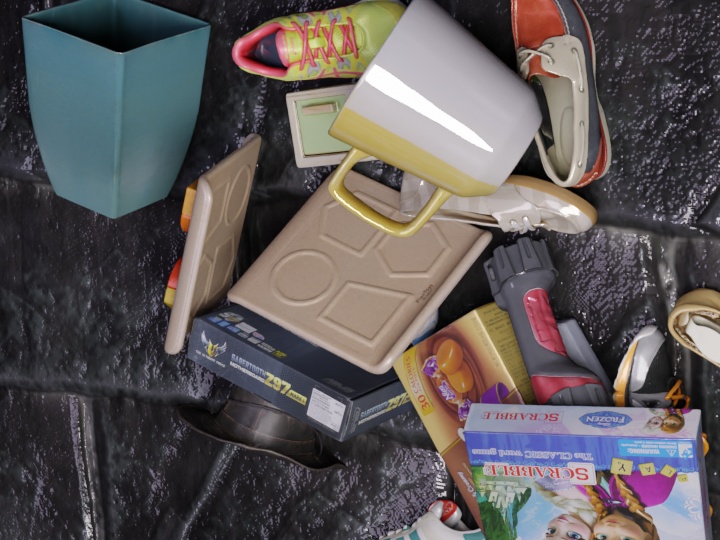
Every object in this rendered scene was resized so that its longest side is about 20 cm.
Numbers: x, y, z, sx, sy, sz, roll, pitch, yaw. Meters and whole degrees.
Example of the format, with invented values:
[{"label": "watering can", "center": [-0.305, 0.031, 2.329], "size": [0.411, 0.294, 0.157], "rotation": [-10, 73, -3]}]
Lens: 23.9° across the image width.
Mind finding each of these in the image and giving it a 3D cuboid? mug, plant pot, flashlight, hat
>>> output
[{"label": "mug", "center": [0.068, -0.133, 1.503], "size": [0.153, 0.150, 0.187], "rotation": [33, 144, -3]}, {"label": "plant pot", "center": [-0.260, -0.169, 1.789], "size": [0.141, 0.141, 0.200], "rotation": [23, 121, 29]}, {"label": "flashlight", "center": [0.174, 0.061, 1.535], "size": [0.068, 0.068, 0.200], "rotation": [-55, 39, 46]}, {"label": "hat", "center": [-0.089, 0.138, 1.718], "size": [0.200, 0.201, 0.081], "rotation": [19, 92, 30]}]

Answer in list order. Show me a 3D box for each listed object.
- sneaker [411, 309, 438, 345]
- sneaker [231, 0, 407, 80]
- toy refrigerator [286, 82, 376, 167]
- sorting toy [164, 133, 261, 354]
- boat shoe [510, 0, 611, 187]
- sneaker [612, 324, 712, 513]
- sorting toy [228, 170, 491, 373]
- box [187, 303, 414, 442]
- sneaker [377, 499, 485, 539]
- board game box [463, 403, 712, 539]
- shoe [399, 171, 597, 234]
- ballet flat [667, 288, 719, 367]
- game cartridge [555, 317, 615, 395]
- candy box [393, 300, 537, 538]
[{"label": "sneaker", "center": [-0.012, 0.031, 1.700], "size": [0.200, 0.072, 0.073], "rotation": [12, 104, 34]}, {"label": "sneaker", "center": [-0.039, -0.217, 1.648], "size": [0.200, 0.090, 0.078], "rotation": [-8, 95, 34]}, {"label": "toy refrigerator", "center": [0.028, -0.147, 1.631], "size": [0.200, 0.070, 0.076], "rotation": [-3, 100, 36]}, {"label": "sorting toy", "center": [-0.154, -0.032, 1.713], "size": [0.036, 0.200, 0.185], "rotation": [16, 112, 6]}, {"label": "boat shoe", "center": [0.173, -0.172, 1.528], "size": [0.071, 0.063, 0.200], "rotation": [-14, 91, 38]}, {"label": "sneaker", "center": [0.274, 0.145, 1.529], "size": [0.077, 0.078, 0.200], "rotation": [3, 110, 29]}, {"label": "sorting toy", "center": [0.000, 0.000, 1.628], "size": [0.200, 0.185, 0.037], "rotation": [24, 150, 31]}, {"label": "box", "center": [-0.046, 0.088, 1.683], "size": [0.200, 0.158, 0.051], "rotation": [27, 114, 28]}, {"label": "sneaker", "center": [0.066, 0.276, 1.715], "size": [0.199, 0.070, 0.094], "rotation": [1, 84, 37]}, {"label": "board game box", "center": [0.203, 0.205, 1.480], "size": [0.200, 0.041, 0.200], "rotation": [0, 126, 19]}, {"label": "shoe", "center": [0.124, -0.058, 1.574], "size": [0.200, 0.070, 0.053], "rotation": [14, 76, 30]}, {"label": "ballet flat", "center": [0.350, 0.086, 1.464], "size": [0.200, 0.063, 0.069], "rotation": [32, 118, 25]}, {"label": "game cartridge", "center": [0.152, 0.131, 1.631], "size": [0.200, 0.040, 0.133], "rotation": [-33, 85, 35]}, {"label": "candy box", "center": [0.126, 0.143, 1.596], "size": [0.117, 0.056, 0.200], "rotation": [-32, 81, 35]}]
